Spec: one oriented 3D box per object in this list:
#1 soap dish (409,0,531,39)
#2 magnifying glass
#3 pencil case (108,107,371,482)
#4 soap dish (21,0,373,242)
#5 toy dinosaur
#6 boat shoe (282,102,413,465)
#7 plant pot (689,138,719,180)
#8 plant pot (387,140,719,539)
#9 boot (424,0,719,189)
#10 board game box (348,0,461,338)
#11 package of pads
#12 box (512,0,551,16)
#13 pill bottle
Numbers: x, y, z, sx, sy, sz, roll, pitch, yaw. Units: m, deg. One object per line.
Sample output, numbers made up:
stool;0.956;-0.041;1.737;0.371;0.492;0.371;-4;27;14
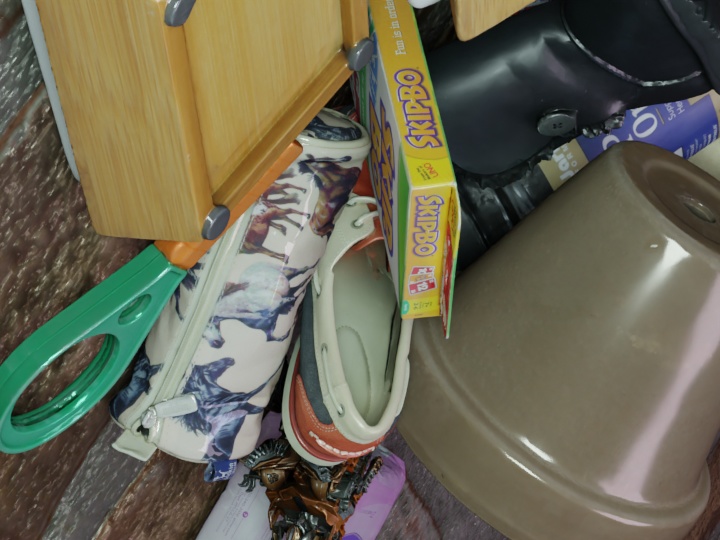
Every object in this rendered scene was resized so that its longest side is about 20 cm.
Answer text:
soap dish;0.044;-0.218;0.866;0.158;0.080;0.201;85;-2;-50
magnifying glass;-0.102;0.009;1.014;0.200;0.022;0.080;-48;160;6
pencil case;-0.061;0.003;1.085;0.089;0.077;0.201;-51;164;-68
soap dish;-0.064;-0.117;0.920;0.158;0.081;0.201;-50;158;-25
toy dinosaur;-0.026;0.075;1.224;0.136;0.101;0.202;34;48;-59
boat shoe;0.000;0.000;1.131;0.063;0.071;0.202;142;-42;-60
plant pot;0.262;-0.081;1.538;0.187;0.199;0.188;-47;155;-30
plant pot;0.132;0.031;1.161;0.175;0.200;0.200;-56;162;25
boot;0.094;-0.113;1.088;0.167;0.077;0.200;-21;156;16
board game box;0.019;-0.070;1.060;0.030;0.201;0.096;-8;141;-9
package of pads;-0.056;0.185;1.338;0.201;0.075;0.120;-60;156;0
box;0.108;-0.187;1.146;0.200;0.094;0.103;74;6;-61
pill bottle;0.117;-0.080;1.270;0.199;0.112;0.112;-35;155;-6
